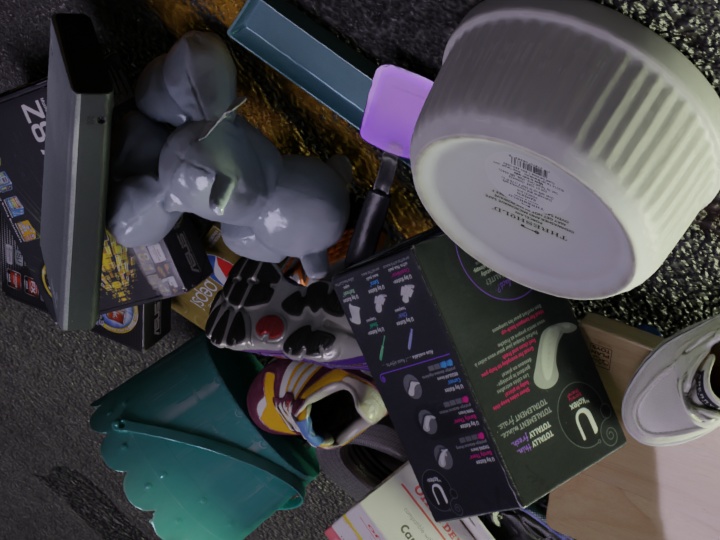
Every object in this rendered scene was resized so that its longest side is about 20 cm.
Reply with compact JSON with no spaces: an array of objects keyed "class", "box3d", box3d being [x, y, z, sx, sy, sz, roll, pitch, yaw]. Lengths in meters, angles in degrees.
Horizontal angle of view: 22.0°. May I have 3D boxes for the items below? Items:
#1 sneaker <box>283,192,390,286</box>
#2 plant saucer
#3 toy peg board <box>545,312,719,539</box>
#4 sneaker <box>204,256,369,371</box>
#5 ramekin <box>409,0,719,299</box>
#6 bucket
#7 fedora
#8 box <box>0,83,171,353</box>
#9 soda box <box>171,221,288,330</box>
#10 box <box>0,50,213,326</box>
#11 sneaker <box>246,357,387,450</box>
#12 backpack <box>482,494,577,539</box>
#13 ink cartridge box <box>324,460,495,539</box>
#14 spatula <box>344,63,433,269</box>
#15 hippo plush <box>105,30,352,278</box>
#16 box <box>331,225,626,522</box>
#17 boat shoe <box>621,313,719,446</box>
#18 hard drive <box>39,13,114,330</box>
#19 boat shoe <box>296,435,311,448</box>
[{"class":"sneaker","box3d":[0.000,0.000,1.496,0.092,0.076,0.200,29,163,-10]},{"class":"plant saucer","box3d":[-0.002,-0.129,1.320,0.200,0.019,0.070,35,154,-7]},{"class":"toy peg board","box3d":[0.260,0.129,1.399,0.199,0.098,0.200,20,127,22]},{"class":"sneaker","box3d":[-0.049,0.046,1.447,0.083,0.081,0.200,33,172,-38]},{"class":"ramekin","box3d":[0.125,-0.071,1.182,0.200,0.105,0.200,26,153,14]},{"class":"bucket","box3d":[-0.142,0.163,1.756,0.207,0.135,0.207,51,-170,-12]},{"class":"fedora","box3d":[0.056,0.163,1.678,0.177,0.090,0.200,33,158,-3]},{"class":"box","box3d":[-0.238,-0.045,1.603,0.160,0.044,0.201,21,126,23]},{"class":"soda box","box3d":[-0.109,-0.010,1.592,0.068,0.064,0.200,35,154,-6]},{"class":"box","box3d":[-0.226,-0.064,1.523,0.161,0.049,0.201,-13,106,35]},{"class":"sneaker","box3d":[-0.043,0.113,1.583,0.075,0.090,0.200,47,138,-15]},{"class":"backpack","box3d":[0.213,0.232,1.555,0.200,0.147,0.183,37,158,16]},{"class":"ink cartridge box","box3d":[0.044,0.233,1.582,0.117,0.067,0.200,51,160,7]},{"class":"spatula","box3d":[0.017,-0.064,1.331,0.056,0.021,0.200,21,138,4]},{"class":"hippo plush","box3d":[-0.081,-0.083,1.392,0.160,0.160,0.200,18,163,-33]},{"class":"box","box3d":[0.086,0.065,1.348,0.106,0.122,0.201,-21,93,52]},{"class":"boat shoe","box3d":[0.244,0.071,1.262,0.200,0.070,0.071,-36,90,41]},{"class":"hard drive","box3d":[-0.217,-0.075,1.407,0.033,0.140,0.201,-2,122,-17]},{"class":"boat shoe","box3d":[-0.032,0.098,1.692,0.060,0.076,0.200,32,142,-1]}]
